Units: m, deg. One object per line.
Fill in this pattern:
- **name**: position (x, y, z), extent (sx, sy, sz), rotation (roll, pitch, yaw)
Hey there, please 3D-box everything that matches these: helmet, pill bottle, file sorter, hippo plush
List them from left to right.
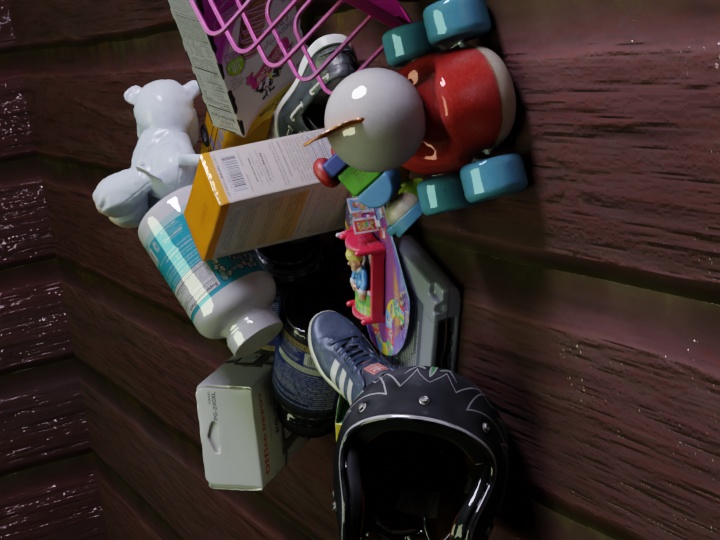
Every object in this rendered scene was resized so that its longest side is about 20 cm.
- **hippo plush**: position (-0.267, -0.156, 1.850), extent (0.200, 0.157, 0.163), rotation (81, 178, -70)
- **pill bottle**: position (-0.174, 0.004, 1.752), extent (0.201, 0.110, 0.111), rotation (55, 152, 15)
- **pill bottle**: position (-0.104, 0.005, 1.865), extent (0.201, 0.111, 0.112), rotation (101, 148, -46)
- **file sorter**: position (-0.072, -0.283, 1.488), extent (0.125, 0.199, 0.140), rotation (-43, 54, 23)
- **pill bottle**: position (-0.054, 0.115, 1.824), extent (0.201, 0.111, 0.112), rotation (101, 148, -44)
- **helmet**: position (0.062, 0.194, 1.483), extent (0.200, 0.198, 0.193), rotation (175, 105, -68)

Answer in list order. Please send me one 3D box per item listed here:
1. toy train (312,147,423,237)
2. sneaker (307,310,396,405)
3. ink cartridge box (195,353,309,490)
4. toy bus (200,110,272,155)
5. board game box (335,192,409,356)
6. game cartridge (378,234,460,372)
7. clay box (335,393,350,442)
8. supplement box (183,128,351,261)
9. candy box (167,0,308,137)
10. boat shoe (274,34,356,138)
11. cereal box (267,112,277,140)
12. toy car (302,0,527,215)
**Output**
- **toy train**: position (0.034, -0.112, 1.539), extent (0.084, 0.200, 0.116), rotation (-39, 95, 23)
- **sneaker**: position (0.008, 0.116, 1.641), extent (0.201, 0.074, 0.085), rotation (57, 154, 22)
- **ink cartridge box**: position (-0.134, 0.186, 1.944), extent (0.200, 0.082, 0.147), rotation (-42, -50, -63)
- **toy bus**: position (-0.159, -0.184, 1.870), extent (0.201, 0.064, 0.079), rotation (111, 140, -55)
- **board game box**: position (0.000, 0.000, 1.636), extent (0.158, 0.039, 0.202), rotation (127, 132, -65)
- **game cartridge**: position (0.062, 0.069, 1.619), extent (0.133, 0.041, 0.202), rotation (47, 143, 46)
- **clay box**: position (0.004, 0.215, 1.750), extent (0.115, 0.047, 0.202), rotation (-70, -19, -61)
- **supplement box**: position (-0.094, -0.092, 1.690), extent (0.074, 0.198, 0.126), rotation (65, 153, 23)
- **candy box**: position (-0.136, -0.276, 1.689), extent (0.061, 0.136, 0.201), rotation (23, 145, 37)
- **boat shoe**: position (-0.052, -0.187, 1.702), extent (0.201, 0.075, 0.061), rotation (110, 147, -55)
- **cereal box**: position (-0.112, -0.181, 1.898), extent (0.144, 0.039, 0.202), rotation (-132, 36, -51)
- **toy car**: position (0.027, -0.140, 1.361), extent (0.177, 0.198, 0.187), rotation (-14, 89, 65)
